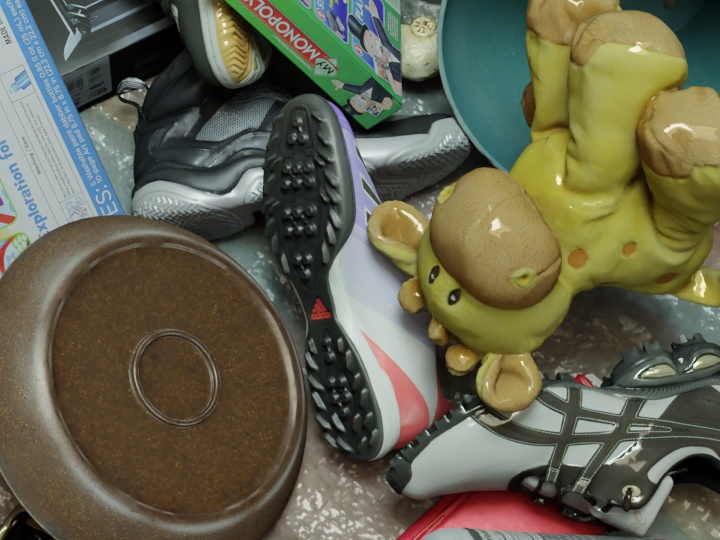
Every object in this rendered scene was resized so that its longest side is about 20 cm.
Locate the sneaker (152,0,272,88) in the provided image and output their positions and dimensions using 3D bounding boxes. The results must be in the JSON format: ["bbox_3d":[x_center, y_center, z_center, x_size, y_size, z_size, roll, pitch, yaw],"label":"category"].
[{"bbox_3d":[-0.111,-0.176,1.081,0.088,0.076,0.200,-22,61,9],"label":"sneaker"}]

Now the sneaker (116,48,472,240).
[{"bbox_3d":[-0.041,-0.090,1.103,0.200,0.075,0.114,-12,73,-7],"label":"sneaker"}]

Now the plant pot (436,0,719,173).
[{"bbox_3d":[0.153,-0.151,1.104,0.200,0.200,0.135,18,32,2],"label":"plant pot"}]

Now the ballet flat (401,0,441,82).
[{"bbox_3d":[0.056,-0.204,1.169,0.066,0.057,0.200,18,68,3],"label":"ballet flat"}]

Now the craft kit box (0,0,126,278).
[{"bbox_3d":[-0.238,-0.035,1.030,0.197,0.049,0.200,-28,106,-18],"label":"craft kit box"}]

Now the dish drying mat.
[{"bbox_3d":[0.077,0.145,1.053,0.200,0.018,0.077,-41,78,-19],"label":"dish drying mat"}]

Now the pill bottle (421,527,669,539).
[{"bbox_3d":[0.081,0.187,0.974,0.200,0.111,0.111,4,68,-12],"label":"pill bottle"}]

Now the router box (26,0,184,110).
[{"bbox_3d":[-0.153,-0.193,1.146,0.200,0.052,0.157,-27,73,-15],"label":"router box"}]

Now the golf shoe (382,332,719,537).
[{"bbox_3d":[0.115,0.101,1.023,0.200,0.078,0.095,-15,71,-10],"label":"golf shoe"}]

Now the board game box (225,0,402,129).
[{"bbox_3d":[-0.029,-0.188,1.088,0.135,0.029,0.200,39,33,-31],"label":"board game box"}]

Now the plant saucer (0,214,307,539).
[{"bbox_3d":[-0.104,0.060,1.010,0.200,0.034,0.200,14,64,-32],"label":"plant saucer"}]

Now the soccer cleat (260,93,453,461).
[{"bbox_3d":[0.000,0.000,1.048,0.073,0.068,0.200,-18,98,-41],"label":"soccer cleat"}]

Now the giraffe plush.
[{"bbox_3d":[0.094,-0.026,0.986,0.162,0.200,0.173,-29,42,-11],"label":"giraffe plush"}]

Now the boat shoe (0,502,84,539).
[{"bbox_3d":[-0.150,0.143,1.004,0.072,0.068,0.200,32,69,7],"label":"boat shoe"}]
